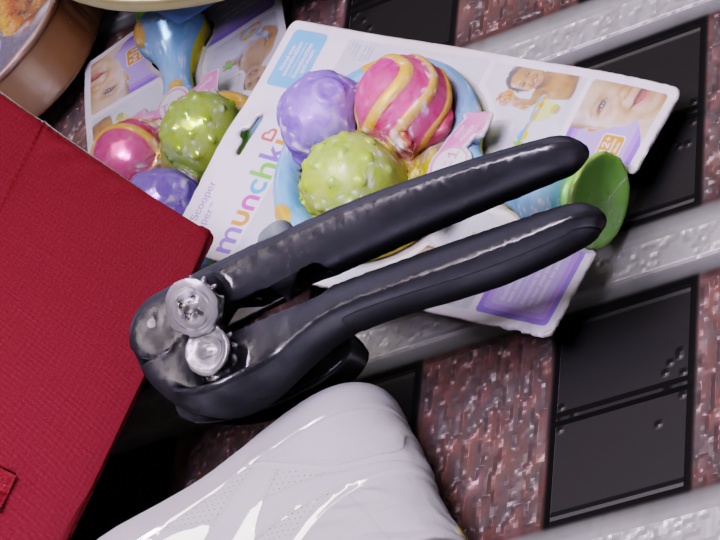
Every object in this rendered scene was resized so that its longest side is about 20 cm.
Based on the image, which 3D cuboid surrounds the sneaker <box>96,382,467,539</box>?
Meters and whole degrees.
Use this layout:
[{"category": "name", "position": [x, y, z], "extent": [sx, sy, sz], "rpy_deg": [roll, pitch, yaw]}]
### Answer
[{"category": "sneaker", "position": [-0.048, 0.138, 1.080], "extent": [0.200, 0.074, 0.116], "rpy_deg": [-41, 37, 6]}]

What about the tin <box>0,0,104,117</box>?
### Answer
[{"category": "tin", "position": [-0.168, -0.142, 1.433], "extent": [0.112, 0.042, 0.201], "rpy_deg": [-13, 46, 32]}]

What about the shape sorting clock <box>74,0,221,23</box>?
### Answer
[{"category": "shape sorting clock", "position": [-0.067, -0.187, 1.349], "extent": [0.199, 0.039, 0.201], "rpy_deg": [-14, 43, 13]}]

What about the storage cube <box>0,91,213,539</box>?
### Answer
[{"category": "storage cube", "position": [-0.192, 0.034, 1.172], "extent": [0.200, 0.171, 0.180], "rpy_deg": [-29, 32, 56]}]

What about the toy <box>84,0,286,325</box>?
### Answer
[{"category": "toy", "position": [-0.084, -0.055, 1.288], "extent": [0.115, 0.047, 0.201], "rpy_deg": [-30, 42, 24]}]

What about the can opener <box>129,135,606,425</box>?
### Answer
[{"category": "can opener", "position": [0.000, 0.000, 1.093], "extent": [0.199, 0.079, 0.064], "rpy_deg": [-29, 76, 25]}]

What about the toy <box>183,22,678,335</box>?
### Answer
[{"category": "toy", "position": [0.014, -0.049, 1.162], "extent": [0.199, 0.047, 0.115], "rpy_deg": [15, 66, 36]}]
